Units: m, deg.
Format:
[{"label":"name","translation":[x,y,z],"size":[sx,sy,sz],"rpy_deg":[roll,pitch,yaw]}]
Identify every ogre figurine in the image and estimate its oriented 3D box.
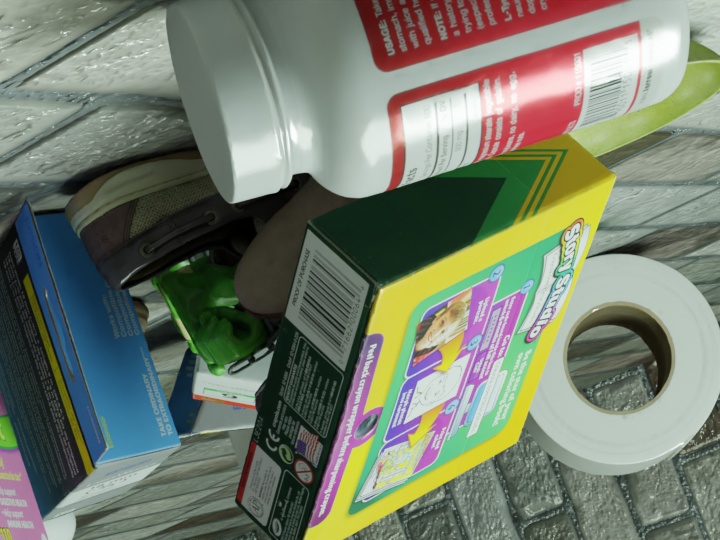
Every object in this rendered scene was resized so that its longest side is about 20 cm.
[{"label":"ogre figurine","translation":[-0.058,-0.003,1.272],"size":[0.119,0.099,0.200],"rpy_deg":[-29,179,-6]}]

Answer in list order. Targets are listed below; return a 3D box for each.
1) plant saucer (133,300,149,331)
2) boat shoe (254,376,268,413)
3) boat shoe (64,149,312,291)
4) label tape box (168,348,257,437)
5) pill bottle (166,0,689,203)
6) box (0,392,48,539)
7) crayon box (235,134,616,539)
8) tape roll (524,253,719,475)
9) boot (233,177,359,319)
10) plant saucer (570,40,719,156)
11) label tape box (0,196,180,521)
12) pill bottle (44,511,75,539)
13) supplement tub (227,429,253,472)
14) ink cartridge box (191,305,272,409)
[{"label":"plant saucer","translation":[-0.239,0.069,1.516],"size":[0.199,0.030,0.200],"rpy_deg":[-19,170,-3]},{"label":"boat shoe","translation":[0.000,0.000,1.189],"size":[0.200,0.063,0.073],"rpy_deg":[-49,175,-13]},{"label":"boat shoe","translation":[-0.062,-0.036,1.190],"size":[0.199,0.065,0.072],"rpy_deg":[-16,168,-29]},{"label":"label tape box","translation":[-0.085,0.087,1.660],"size":[0.198,0.064,0.144],"rpy_deg":[-6,180,-14]},{"label":"pill bottle","translation":[0.026,-0.097,0.904],"size":[0.199,0.113,0.112],"rpy_deg":[-18,170,-12]},{"label":"box","translation":[-0.246,0.092,1.118],"size":[0.096,0.201,0.176],"rpy_deg":[-21,170,5]},{"label":"crayon box","translation":[0.032,0.036,1.121],"size":[0.172,0.058,0.201],"rpy_deg":[-26,146,-38]},{"label":"tape roll","translation":[0.247,0.094,2.117],"size":[0.201,0.204,0.139],"rpy_deg":[-20,169,-1]},{"label":"boot","translation":[0.010,-0.065,1.096],"size":[0.199,0.070,0.146],"rpy_deg":[-37,157,-8]},{"label":"plant saucer","translation":[0.131,-0.099,1.341],"size":[0.199,0.031,0.200],"rpy_deg":[-19,171,-3]},{"label":"label tape box","translation":[-0.157,0.048,1.222],"size":[0.063,0.145,0.200],"rpy_deg":[-15,169,-24]},{"label":"pill bottle","translation":[-0.242,0.132,1.341],"size":[0.115,0.201,0.116],"rpy_deg":[-20,170,-3]},{"label":"supplement tub","translation":[-0.010,0.112,1.863],"size":[0.199,0.145,0.144],"rpy_deg":[-18,170,-14]},{"label":"ink cartridge box","translation":[-0.056,0.067,1.443],"size":[0.108,0.051,0.200],"rpy_deg":[10,168,-4]}]
